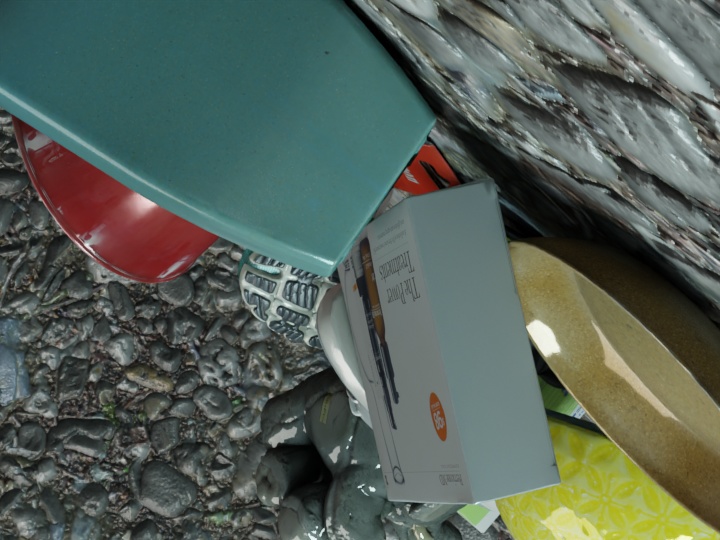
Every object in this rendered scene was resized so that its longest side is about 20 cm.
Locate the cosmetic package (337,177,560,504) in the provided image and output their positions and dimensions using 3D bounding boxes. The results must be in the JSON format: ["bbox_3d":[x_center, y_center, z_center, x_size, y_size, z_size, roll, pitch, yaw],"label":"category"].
[{"bbox_3d":[0.040,0.044,0.968,0.200,0.051,0.152,148,108,-77],"label":"cosmetic package"}]

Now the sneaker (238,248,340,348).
[{"bbox_3d":[0.000,0.000,1.210,0.199,0.078,0.080,1,-143,-38],"label":"sneaker"}]

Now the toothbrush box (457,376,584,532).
[{"bbox_3d":[0.098,0.115,1.462,0.086,0.146,0.200,39,176,22],"label":"toothbrush box"}]

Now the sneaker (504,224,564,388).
[{"bbox_3d":[0.093,0.037,1.108,0.074,0.081,0.200,40,176,25],"label":"sneaker"}]

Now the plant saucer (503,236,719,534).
[{"bbox_3d":[0.146,0.052,0.899,0.200,0.035,0.200,47,169,12],"label":"plant saucer"}]

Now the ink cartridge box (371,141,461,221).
[{"bbox_3d":[-0.034,-0.059,1.105,0.199,0.051,0.109,19,166,28],"label":"ink cartridge box"}]

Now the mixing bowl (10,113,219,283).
[{"bbox_3d":[-0.130,-0.104,1.258,0.200,0.108,0.201,37,-139,-41],"label":"mixing bowl"}]

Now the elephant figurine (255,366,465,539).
[{"bbox_3d":[0.035,0.127,1.264,0.199,0.143,0.155,6,165,-42],"label":"elephant figurine"}]

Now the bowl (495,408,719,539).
[{"bbox_3d":[0.157,0.154,1.083,0.199,0.108,0.200,18,180,0],"label":"bowl"}]

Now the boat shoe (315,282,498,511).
[{"bbox_3d":[0.029,0.080,1.129,0.068,0.072,0.200,-10,141,43],"label":"boat shoe"}]

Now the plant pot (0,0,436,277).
[{"bbox_3d":[-0.069,-0.092,0.905,0.199,0.142,0.141,35,176,1],"label":"plant pot"}]
